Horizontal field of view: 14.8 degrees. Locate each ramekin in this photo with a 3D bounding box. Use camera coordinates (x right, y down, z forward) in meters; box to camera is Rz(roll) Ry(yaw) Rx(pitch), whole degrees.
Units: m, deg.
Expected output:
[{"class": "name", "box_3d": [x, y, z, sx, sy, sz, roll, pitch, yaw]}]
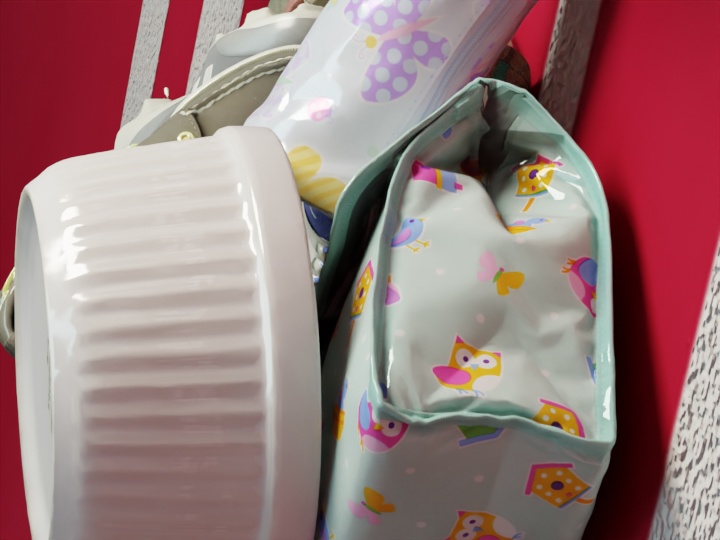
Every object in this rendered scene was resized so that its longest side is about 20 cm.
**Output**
[{"class": "ramekin", "box_3d": [-0.086, 0.041, 1.156, 0.200, 0.104, 0.201, 178, 90, -77]}]

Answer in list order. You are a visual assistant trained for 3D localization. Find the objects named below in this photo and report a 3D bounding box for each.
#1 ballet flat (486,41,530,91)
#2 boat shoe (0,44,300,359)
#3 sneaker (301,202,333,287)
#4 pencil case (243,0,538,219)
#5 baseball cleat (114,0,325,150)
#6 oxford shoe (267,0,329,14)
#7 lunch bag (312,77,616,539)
[{"class": "ballet flat", "box_3d": [0.038, -0.102, 1.344, 0.067, 0.068, 0.200, -60, 24, 5]}, {"class": "boat shoe", "box_3d": [-0.086, -0.028, 1.271, 0.202, 0.072, 0.060, -42, 1, -2]}, {"class": "sneaker", "box_3d": [0.000, 0.000, 1.397, 0.199, 0.080, 0.116, 157, 117, -80]}, {"class": "pencil case", "box_3d": [0.030, -0.112, 1.208, 0.200, 0.083, 0.091, -57, 27, 10]}, {"class": "baseball cleat", "box_3d": [-0.061, -0.058, 1.377, 0.200, 0.069, 0.107, -34, 54, 57]}, {"class": "oxford shoe", "box_3d": [-0.036, -0.114, 1.597, 0.074, 0.071, 0.200, -86, 23, -43]}, {"class": "lunch bag", "box_3d": [0.035, 0.040, 1.151, 0.171, 0.121, 0.201, 106, 168, -47]}]
